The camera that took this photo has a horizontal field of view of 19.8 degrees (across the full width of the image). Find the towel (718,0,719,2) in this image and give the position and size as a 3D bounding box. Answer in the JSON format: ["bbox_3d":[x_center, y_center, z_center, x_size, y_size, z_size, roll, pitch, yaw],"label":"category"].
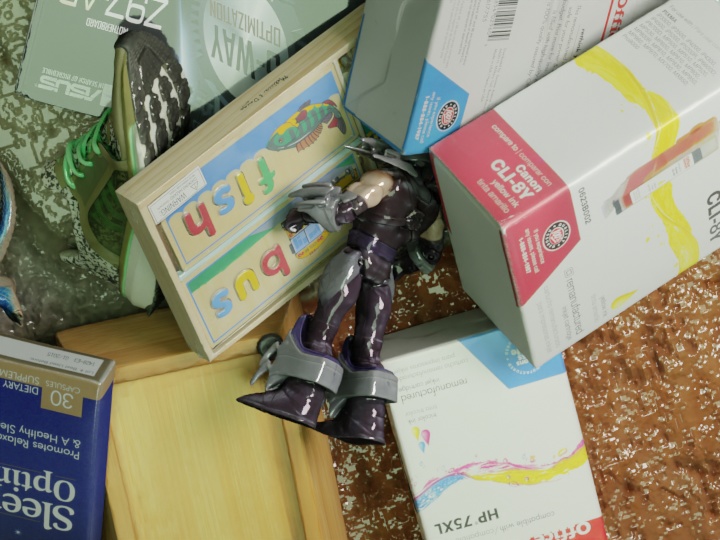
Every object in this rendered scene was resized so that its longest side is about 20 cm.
[{"bbox_3d":[0.209,-0.231,1.298,0.200,0.022,0.147,10,101,-7],"label":"towel"}]

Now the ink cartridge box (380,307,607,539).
[{"bbox_3d":[0.088,0.129,1.333,0.116,0.067,0.200,-16,102,-2],"label":"ink cartridge box"}]

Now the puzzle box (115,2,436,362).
[{"bbox_3d":[-0.044,-0.052,1.242,0.200,0.025,0.133,-39,134,-20],"label":"puzzle box"}]

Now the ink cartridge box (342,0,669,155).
[{"bbox_3d":[0.096,-0.142,1.241,0.200,0.068,0.116,-9,125,-37],"label":"ink cartridge box"}]

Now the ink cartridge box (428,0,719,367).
[{"bbox_3d":[0.154,-0.056,1.242,0.200,0.083,0.145,-33,142,-11],"label":"ink cartridge box"}]

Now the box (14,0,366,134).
[{"bbox_3d":[-0.098,-0.161,1.273,0.200,0.044,0.161,15,99,-8],"label":"box"}]

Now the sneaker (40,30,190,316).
[{"bbox_3d":[-0.154,-0.059,1.246,0.088,0.077,0.200,12,131,8],"label":"sneaker"}]

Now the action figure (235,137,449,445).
[{"bbox_3d":[0.000,0.000,1.244,0.130,0.069,0.200,26,80,-42],"label":"action figure"}]

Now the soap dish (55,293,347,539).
[{"bbox_3d":[-0.097,0.122,1.309,0.157,0.081,0.200,-12,101,-3],"label":"soap dish"}]

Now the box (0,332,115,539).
[{"bbox_3d":[-0.217,0.130,1.265,0.121,0.032,0.200,12,123,7],"label":"box"}]

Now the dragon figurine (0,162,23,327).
[{"bbox_3d":[-0.262,0.034,1.278,0.099,0.059,0.200,2,114,-17],"label":"dragon figurine"}]
